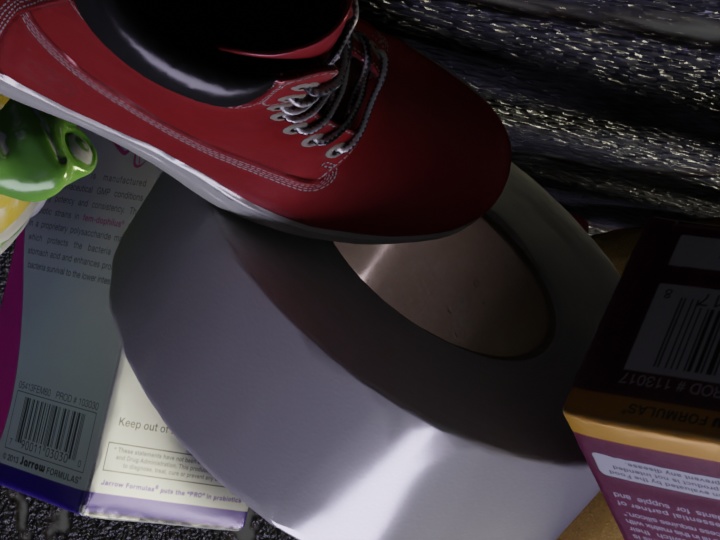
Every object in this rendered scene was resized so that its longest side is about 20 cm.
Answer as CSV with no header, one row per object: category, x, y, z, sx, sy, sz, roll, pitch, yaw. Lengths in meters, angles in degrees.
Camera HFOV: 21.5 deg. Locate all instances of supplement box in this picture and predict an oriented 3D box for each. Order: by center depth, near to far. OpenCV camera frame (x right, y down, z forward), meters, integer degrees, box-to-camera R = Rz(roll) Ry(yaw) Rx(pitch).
supplement box,0.159,0.081,0.656,0.110,0.086,0.200,8,145,33
supplement box,-0.100,0.011,0.896,0.103,0.201,0.101,13,178,-44

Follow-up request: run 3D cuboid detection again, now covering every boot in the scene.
boot,-0.010,-0.053,0.555,0.199,0.073,0.144,18,173,-32

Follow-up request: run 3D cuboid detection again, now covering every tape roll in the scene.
tape roll,0.012,0.017,0.697,0.202,0.071,0.203,26,-149,-17

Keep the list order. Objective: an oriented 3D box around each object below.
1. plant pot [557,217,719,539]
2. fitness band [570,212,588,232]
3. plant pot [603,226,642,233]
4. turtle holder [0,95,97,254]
plant pot,0.126,0.057,0.893,0.199,0.187,0.186,-26,160,23
fitness band,0.033,-0.032,1.106,0.199,0.038,0.144,12,177,-2
plant pot,0.202,0.072,1.041,0.140,0.201,0.200,-6,-170,-39
turtle holder,-0.195,-0.060,0.798,0.131,0.142,0.185,-2,155,-40
